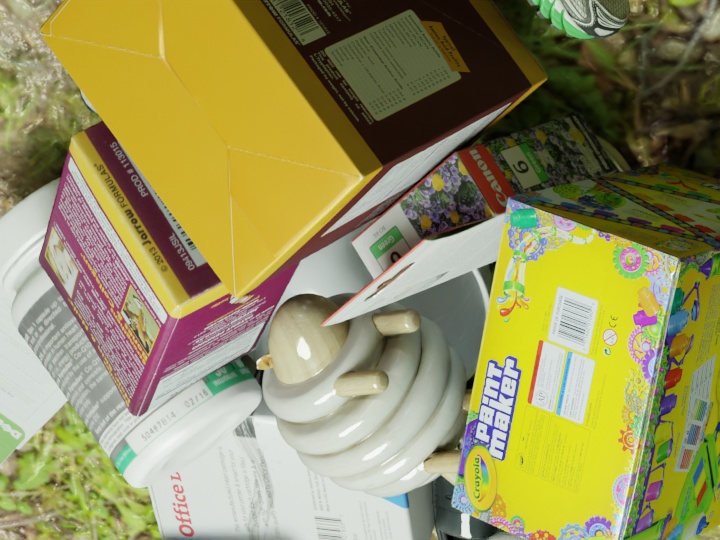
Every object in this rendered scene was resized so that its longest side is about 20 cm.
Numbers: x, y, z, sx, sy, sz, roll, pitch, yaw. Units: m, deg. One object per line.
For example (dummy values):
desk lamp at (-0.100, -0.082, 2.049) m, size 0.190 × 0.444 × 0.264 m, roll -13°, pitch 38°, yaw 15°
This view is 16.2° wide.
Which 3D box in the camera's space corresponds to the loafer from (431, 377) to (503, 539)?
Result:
loafer at (0.085, 0.163, 1.815) m, size 0.068 × 0.070 × 0.201 m, roll 6°, pitch 131°, yaw 15°

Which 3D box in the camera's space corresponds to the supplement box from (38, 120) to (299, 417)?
supplement box at (-0.120, -0.013, 1.588) m, size 0.131 × 0.103 × 0.200 m, roll 57°, pitch 157°, yaw 11°

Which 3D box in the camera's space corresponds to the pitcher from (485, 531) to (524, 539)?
pitcher at (0.118, 0.282, 1.831) m, size 0.171 × 0.121 × 0.200 m, roll 23°, pitch 112°, yaw -24°

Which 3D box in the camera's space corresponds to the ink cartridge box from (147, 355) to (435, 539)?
ink cartridge box at (-0.051, 0.134, 1.831) m, size 0.199 × 0.084 × 0.145 m, roll 5°, pitch 130°, yaw 16°

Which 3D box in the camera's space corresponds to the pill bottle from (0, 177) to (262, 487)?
pill bottle at (-0.167, 0.039, 1.729) m, size 0.200 × 0.113 × 0.113 m, roll 53°, pitch 132°, yaw 9°

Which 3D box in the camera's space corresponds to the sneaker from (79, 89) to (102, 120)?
sneaker at (-0.087, -0.123, 1.632) m, size 0.199 × 0.074 × 0.080 m, roll 13°, pitch 128°, yaw 9°

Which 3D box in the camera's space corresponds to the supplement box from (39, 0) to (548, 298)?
supplement box at (-0.037, -0.127, 1.478) m, size 0.197 × 0.200 × 0.133 m, roll 53°, pitch 131°, yaw 6°

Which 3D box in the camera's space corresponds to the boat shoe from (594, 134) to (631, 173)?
boat shoe at (0.150, 0.005, 1.654) m, size 0.072 × 0.065 × 0.200 m, roll 7°, pitch 128°, yaw 20°

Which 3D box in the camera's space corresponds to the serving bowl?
serving bowl at (0.000, 0.000, 1.708) m, size 0.199 × 0.066 × 0.201 m, roll 11°, pitch 132°, yaw 12°

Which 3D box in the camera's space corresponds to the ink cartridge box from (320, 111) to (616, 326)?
ink cartridge box at (0.057, -0.033, 1.538) m, size 0.109 × 0.200 × 0.050 m, roll -40°, pitch 77°, yaw 40°

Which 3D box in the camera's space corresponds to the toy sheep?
toy sheep at (0.012, 0.085, 1.647) m, size 0.138 × 0.138 × 0.200 m, roll -21°, pitch 125°, yaw 33°

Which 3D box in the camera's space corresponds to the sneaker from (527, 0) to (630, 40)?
sneaker at (0.127, -0.221, 1.462) m, size 0.085 × 0.078 × 0.200 m, roll -3°, pitch 128°, yaw 22°

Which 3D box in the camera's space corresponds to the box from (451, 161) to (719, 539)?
box at (0.172, 0.055, 1.543) m, size 0.122 × 0.192 × 0.201 m, roll 21°, pitch 110°, yaw 33°

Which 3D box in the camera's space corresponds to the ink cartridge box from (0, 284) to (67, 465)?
ink cartridge box at (-0.262, 0.064, 1.865) m, size 0.104 × 0.059 × 0.200 m, roll 36°, pitch 132°, yaw -12°
